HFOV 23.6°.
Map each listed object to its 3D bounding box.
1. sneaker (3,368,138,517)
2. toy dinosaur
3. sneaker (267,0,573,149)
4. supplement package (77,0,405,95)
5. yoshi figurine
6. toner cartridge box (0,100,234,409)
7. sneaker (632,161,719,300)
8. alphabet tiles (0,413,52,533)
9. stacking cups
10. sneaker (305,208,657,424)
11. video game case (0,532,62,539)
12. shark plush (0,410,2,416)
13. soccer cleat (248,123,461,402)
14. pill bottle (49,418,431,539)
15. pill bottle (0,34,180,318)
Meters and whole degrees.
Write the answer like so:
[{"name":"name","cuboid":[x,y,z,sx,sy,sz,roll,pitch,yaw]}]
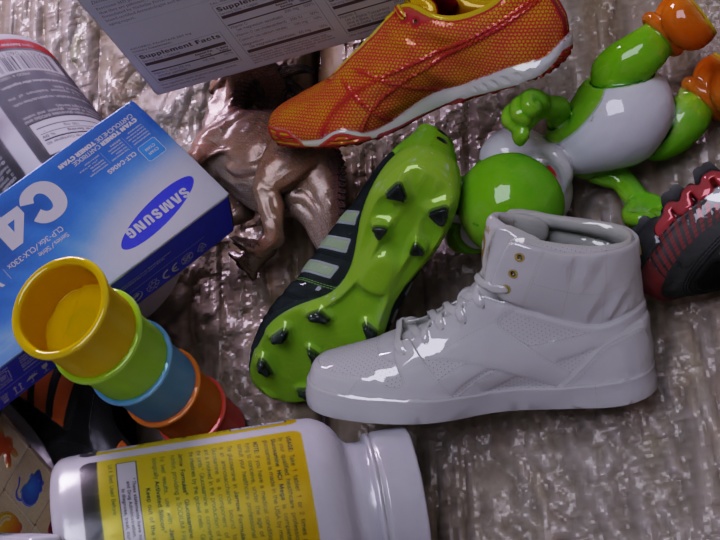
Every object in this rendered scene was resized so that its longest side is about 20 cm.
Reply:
[{"name":"sneaker","cuboid":[-0.184,0.079,1.094,0.090,0.070,0.200,-36,64,1]},{"name":"toy dinosaur","cuboid":[-0.055,-0.077,1.101,0.200,0.086,0.136,38,79,26]},{"name":"sneaker","cuboid":[0.028,-0.125,1.013,0.199,0.073,0.077,-21,101,25]},{"name":"supplement package","cuboid":[-0.059,-0.222,1.054,0.199,0.111,0.156,-13,58,17]},{"name":"yoshi figurine","cuboid":[0.131,-0.068,1.001,0.200,0.112,0.113,-35,65,10]},{"name":"toner cartridge box","cuboid":[-0.180,-0.005,1.009,0.200,0.043,0.095,-39,67,-19]},{"name":"sneaker","cuboid":[0.245,-0.025,0.950,0.200,0.071,0.098,-26,57,9]},{"name":"alphabet tiles","cuboid":[-0.240,0.173,1.066,0.200,0.006,0.167,42,110,29]},{"name":"stacking cups","cuboid":[-0.120,0.061,0.992,0.060,0.200,0.061,-12,60,21]},{"name":"sneaker","cuboid":[0.062,0.020,0.964,0.199,0.116,0.074,-6,24,5]},{"name":"video game case","cuboid":[-0.193,0.245,0.947,0.182,0.023,0.201,-15,79,61]},{"name":"shark plush","cuboid":[-0.243,-0.005,1.066,0.083,0.091,0.201,2,66,19]},{"name":"soccer cleat","cuboid":[0.000,0.000,1.030,0.200,0.067,0.081,-53,11,30]},{"name":"pill bottle","cuboid":[-0.065,0.145,0.958,0.199,0.113,0.113,-9,62,-5]},{"name":"pill bottle","cuboid":[-0.207,-0.054,1.133,0.116,0.116,0.200,-41,58,2]}]
